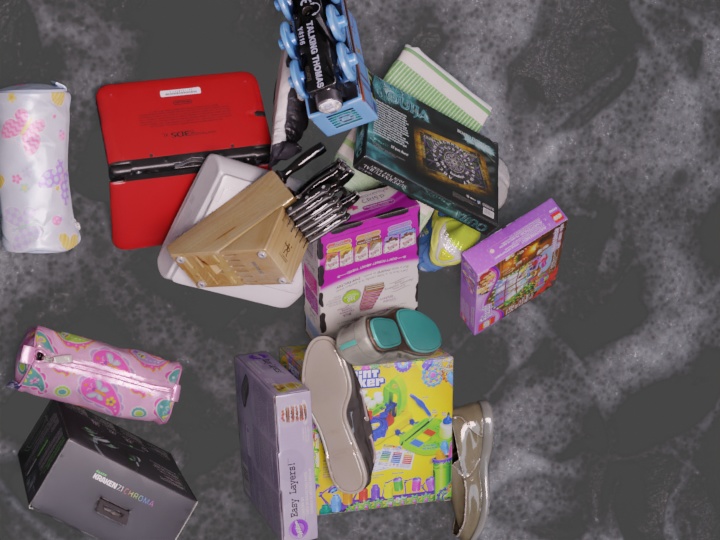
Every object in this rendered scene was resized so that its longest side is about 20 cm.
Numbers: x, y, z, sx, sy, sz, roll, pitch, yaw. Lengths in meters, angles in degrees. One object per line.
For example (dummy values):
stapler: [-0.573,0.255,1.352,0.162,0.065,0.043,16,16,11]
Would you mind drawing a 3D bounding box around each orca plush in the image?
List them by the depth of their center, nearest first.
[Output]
orca plush: [-0.064,-0.208,1.539,0.071,0.200,0.105,9,135,-10]

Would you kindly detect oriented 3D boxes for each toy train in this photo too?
toy train: [-0.041,-0.259,1.487,0.086,0.114,0.201,-18,65,14]

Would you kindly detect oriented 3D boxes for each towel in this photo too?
towel: [0.062,-0.162,1.608,0.152,0.023,0.200,35,80,-23]

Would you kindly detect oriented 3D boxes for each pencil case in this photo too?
pencil case: [-0.375,-0.117,1.487,0.090,0.083,0.201,-4,101,-12]
pencil case: [-0.319,0.126,1.554,0.199,0.087,0.088,18,94,-22]

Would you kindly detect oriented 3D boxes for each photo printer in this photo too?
photo printer: [-0.125,-0.043,1.564,0.200,0.069,0.167,14,114,-35]

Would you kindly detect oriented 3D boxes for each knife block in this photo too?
knife block: [-0.104,-0.068,1.481,0.064,0.199,0.176,56,43,-40]

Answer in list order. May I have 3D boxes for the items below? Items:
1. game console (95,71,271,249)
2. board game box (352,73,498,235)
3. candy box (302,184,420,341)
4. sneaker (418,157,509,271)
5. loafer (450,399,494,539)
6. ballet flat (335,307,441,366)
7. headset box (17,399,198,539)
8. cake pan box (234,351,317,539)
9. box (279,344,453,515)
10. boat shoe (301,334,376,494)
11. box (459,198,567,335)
game console: [-0.216,-0.136,1.574,0.199,0.119,0.173,-9,72,-18]
board game box: [0.083,-0.139,1.553,0.200,0.028,0.136,26,49,-25]
candy box: [0.000,0.000,1.577,0.136,0.061,0.200,-16,132,-19]
sneaker: [0.120,-0.073,1.666,0.076,0.105,0.200,44,48,-10]
loafer: [0.139,0.274,1.753,0.069,0.075,0.201,3,95,-7]
ballet flat: [0.031,0.083,1.562,0.064,0.200,0.068,-26,77,24]
headset box: [-0.301,0.248,1.522,0.174,0.200,0.093,31,89,-22]
cake pan box: [-0.106,0.219,1.591,0.052,0.184,0.201,-6,102,-17]
box: [0.007,0.197,1.658,0.199,0.122,0.193,-3,102,-18]
boat shoe: [-0.024,0.170,1.558,0.067,0.057,0.201,-8,100,20]
box: [0.194,-0.001,1.657,0.137,0.200,0.039,-31,67,-10]
